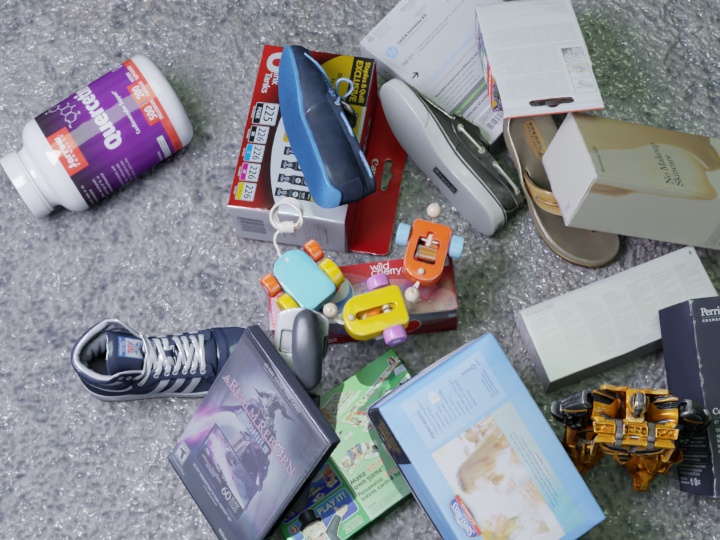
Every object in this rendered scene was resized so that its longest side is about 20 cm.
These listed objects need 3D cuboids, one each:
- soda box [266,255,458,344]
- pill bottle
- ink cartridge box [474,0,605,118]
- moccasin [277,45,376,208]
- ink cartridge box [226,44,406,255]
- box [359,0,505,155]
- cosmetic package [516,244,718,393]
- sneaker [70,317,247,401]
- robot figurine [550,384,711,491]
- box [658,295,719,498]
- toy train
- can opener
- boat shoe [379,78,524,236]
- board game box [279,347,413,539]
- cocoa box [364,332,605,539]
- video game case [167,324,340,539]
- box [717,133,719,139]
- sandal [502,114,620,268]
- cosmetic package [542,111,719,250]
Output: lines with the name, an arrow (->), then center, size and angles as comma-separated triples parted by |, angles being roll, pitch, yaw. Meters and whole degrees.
soda box -> 0.002, 0.033, 1.224 | 0.196, 0.070, 0.064 | -6, 69, 1
pill bottle -> -0.291, -0.142, 1.288 | 0.199, 0.113, 0.113 | -34, 70, -9
ink cartridge box -> 0.186, -0.212, 1.238 | 0.107, 0.051, 0.202 | -5, 46, 0
moccasin -> -0.036, -0.146, 1.202 | 0.067, 0.081, 0.203 | -6, 62, -20
ink cartridge box -> -0.038, -0.132, 1.283 | 0.172, 0.084, 0.203 | 8, 69, 6
box -> 0.121, -0.246, 1.340 | 0.199, 0.041, 0.156 | 40, 75, 15
cosmetic package -> 0.268, 0.050, 1.211 | 0.197, 0.051, 0.084 | -20, 71, -4
sneaker -> -0.198, 0.087, 1.196 | 0.196, 0.109, 0.071 | -10, 69, 0
robot figurine -> 0.245, 0.157, 1.091 | 0.142, 0.201, 0.059 | 4, 69, 6
box -> 0.405, 0.113, 1.123 | 0.196, 0.104, 0.186 | -5, 84, -3
toy train -> 0.000, 0.000, 1.173 | 0.196, 0.056, 0.153 | 9, 69, 3
can opener -> -0.066, 0.135, 1.119 | 0.052, 0.067, 0.204 | 7, 97, 6
boat shoe -> 0.099, -0.133, 1.272 | 0.064, 0.071, 0.201 | -40, 94, -21
board game box -> -0.010, 0.190, 1.187 | 0.199, 0.029, 0.135 | -33, 70, -9
cocoa box -> 0.112, 0.181, 1.102 | 0.132, 0.131, 0.202 | -32, 86, -9
video game case -> -0.108, 0.173, 1.126 | 0.019, 0.201, 0.143 | -10, 53, -46
box -> 0.446, -0.072, 1.232 | 0.093, 0.078, 0.203 | -5, 69, 1
sandal -> 0.214, -0.094, 1.254 | 0.079, 0.054, 0.202 | -25, 86, -7
cosmetic package -> 0.297, -0.091, 1.199 | 0.197, 0.072, 0.106 | 7, 45, -21
